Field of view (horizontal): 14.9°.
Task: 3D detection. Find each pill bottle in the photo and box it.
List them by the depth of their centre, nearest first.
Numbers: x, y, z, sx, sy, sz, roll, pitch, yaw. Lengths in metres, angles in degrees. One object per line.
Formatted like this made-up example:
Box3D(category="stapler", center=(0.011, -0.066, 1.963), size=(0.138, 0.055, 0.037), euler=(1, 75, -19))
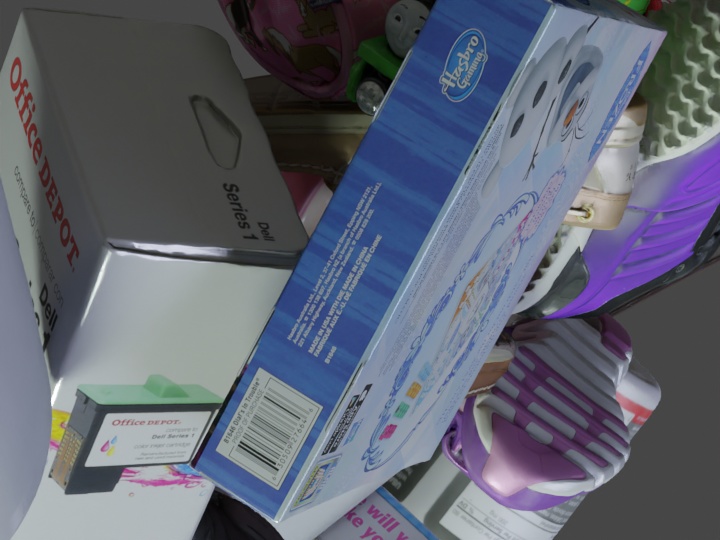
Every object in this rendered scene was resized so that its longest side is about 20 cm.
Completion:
Box3D(category="pill bottle", center=(0.069, 0.112, 1.567), size=(0.200, 0.114, 0.114), euler=(-52, 158, 8))

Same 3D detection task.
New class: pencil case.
Box3D(category="pencil case", center=(0.034, -0.152, 1.122), size=(0.200, 0.083, 0.087), euler=(-36, 160, -28))

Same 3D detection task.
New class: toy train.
Box3D(category="toy train", center=(0.062, -0.099, 1.106), size=(0.200, 0.042, 0.057), euler=(-23, 143, -54))

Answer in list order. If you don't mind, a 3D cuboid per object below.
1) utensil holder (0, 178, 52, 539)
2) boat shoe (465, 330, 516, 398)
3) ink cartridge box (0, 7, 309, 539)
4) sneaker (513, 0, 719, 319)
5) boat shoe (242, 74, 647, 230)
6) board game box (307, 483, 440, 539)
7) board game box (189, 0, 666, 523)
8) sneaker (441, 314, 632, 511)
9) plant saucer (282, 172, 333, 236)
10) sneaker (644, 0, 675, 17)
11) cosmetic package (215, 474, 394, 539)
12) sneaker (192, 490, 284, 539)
Box3D(category="utensil holder", center=(-0.184, 0.010, 0.865), size=(0.170, 0.170, 0.200), euler=(-42, 159, -17))
Box3D(category="boat shoe", center=(-0.015, 0.043, 1.161), size=(0.199, 0.076, 0.072), euler=(0, 118, -44))
Box3D(category="ink cartridge box", center=(-0.104, 0.023, 1.042), size=(0.083, 0.145, 0.201), euler=(6, 128, -27))
Box3D(category="sneaker", center=(0.138, -0.046, 1.221), size=(0.099, 0.070, 0.200), euler=(16, 133, -41))
Box3D(category="boat shoe", center=(0.020, -0.043, 1.148), size=(0.074, 0.198, 0.070), euler=(-95, -173, -73))
Box3D(category="board game box", center=(-0.019, 0.169, 1.379), size=(0.134, 0.200, 0.034), euler=(-35, 154, -30))
Box3D(category="board game box", center=(0.030, -0.014, 1.009), size=(0.201, 0.043, 0.199), euler=(-61, 166, 10))
Box3D(category="sneaker", center=(0.075, 0.073, 1.309), size=(0.089, 0.080, 0.200), euler=(-47, -174, 21))
Box3D(category="plant saucer", center=(0.000, 0.000, 1.242), size=(0.200, 0.051, 0.202), euler=(-20, 120, -38))
Box3D(category="sneaker", center=(0.087, -0.096, 1.295), size=(0.115, 0.199, 0.079), euler=(33, 56, -32))
Box3D(category="cosmetic package", center=(-0.031, 0.071, 1.361), size=(0.200, 0.081, 0.113), euler=(-34, 153, -31))
Box3D(category="sneaker", center=(-0.106, 0.115, 1.208), size=(0.060, 0.200, 0.104), euler=(-23, -155, 33))
